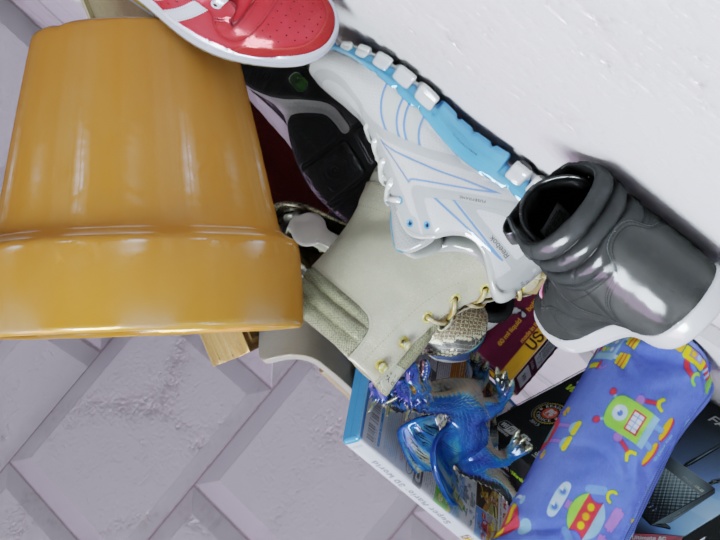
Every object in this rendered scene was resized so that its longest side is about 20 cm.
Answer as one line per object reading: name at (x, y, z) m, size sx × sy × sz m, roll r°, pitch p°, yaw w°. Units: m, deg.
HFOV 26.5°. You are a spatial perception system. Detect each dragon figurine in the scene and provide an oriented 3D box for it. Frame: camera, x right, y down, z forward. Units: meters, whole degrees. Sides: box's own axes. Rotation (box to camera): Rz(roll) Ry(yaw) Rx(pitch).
dragon figurine at (0.065, 0.126, 1.089) m, size 0.059 × 0.099 × 0.200 m, roll 36°, pitch 148°, yaw 49°

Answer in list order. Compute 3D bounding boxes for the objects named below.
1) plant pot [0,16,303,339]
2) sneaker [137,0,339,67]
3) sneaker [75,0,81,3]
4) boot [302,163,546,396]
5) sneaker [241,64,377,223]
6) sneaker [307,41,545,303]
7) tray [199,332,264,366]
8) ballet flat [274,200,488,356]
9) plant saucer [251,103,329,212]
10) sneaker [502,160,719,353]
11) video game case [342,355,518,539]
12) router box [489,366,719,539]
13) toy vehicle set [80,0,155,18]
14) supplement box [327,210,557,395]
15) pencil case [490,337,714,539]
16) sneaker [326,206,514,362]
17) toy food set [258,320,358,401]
plant pot at (-0.138, -0.053, 0.936) m, size 0.200 × 0.184 × 0.200 m, roll -2°, pitch 177°, yaw 0°
sneaker at (-0.099, -0.186, 0.836) m, size 0.200 × 0.071 × 0.112 m, roll 29°, pitch 165°, yaw 0°
sneaker at (-0.189, -0.227, 1.265) m, size 0.200 × 0.078 × 0.080 m, roll 38°, pitch 164°, yaw 7°
boot at (0.065, 0.021, 0.986) m, size 0.200 × 0.155 × 0.072 m, roll 35°, pitch 172°, yaw 11°
sneaker at (-0.036, -0.120, 1.074) m, size 0.201 × 0.076 × 0.115 m, roll 52°, pitch -179°, yaw -15°
sneaker at (0.034, -0.058, 0.915) m, size 0.200 × 0.087 × 0.075 m, roll 40°, pitch 178°, yaw 15°
tray at (-0.116, -0.035, 1.147) m, size 0.200 × 0.037 × 0.099 m, roll 69°, pitch -161°, yaw -2°
ballet flat at (0.000, 0.000, 1.073) m, size 0.200 × 0.068 × 0.075 m, roll 28°, pitch 164°, yaw 41°
plant saucer at (-0.083, -0.080, 1.281) m, size 0.200 × 0.037 × 0.200 m, roll 54°, pitch -147°, yaw -6°
sneaker at (0.117, -0.011, 0.820) m, size 0.099 × 0.071 × 0.200 m, roll 42°, pitch 170°, yaw -8°
video game case at (0.063, 0.121, 1.181) m, size 0.018 × 0.143 × 0.200 m, roll -20°, pitch 133°, yaw 33°
router box at (0.206, 0.150, 1.132) m, size 0.200 × 0.150 × 0.062 m, roll 36°, pitch 143°, yaw 48°
toy vehicle set at (-0.162, -0.211, 1.001) m, size 0.124 × 0.026 × 0.200 m, roll 38°, pitch 157°, yaw 35°
supplement box at (0.073, 0.003, 1.240) m, size 0.200 × 0.086 × 0.110 m, roll 39°, pitch 177°, yaw 13°
pencil case at (0.161, 0.127, 1.002) m, size 0.087 × 0.200 × 0.078 m, roll 27°, pitch 164°, yaw 14°
sneaker at (0.056, -0.035, 1.114) m, size 0.200 × 0.080 × 0.115 m, roll 57°, pitch 148°, yaw 0°
toy food set at (-0.010, 0.071, 1.199) m, size 0.200 × 0.060 × 0.144 m, roll 44°, pitch -151°, yaw -34°
